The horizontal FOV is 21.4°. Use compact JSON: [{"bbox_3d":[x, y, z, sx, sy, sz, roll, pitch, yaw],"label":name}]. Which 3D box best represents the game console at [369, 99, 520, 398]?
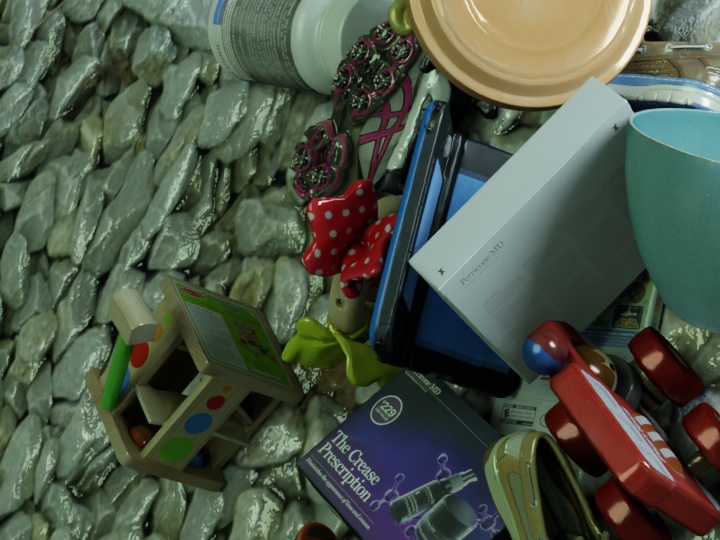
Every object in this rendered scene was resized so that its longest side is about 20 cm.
[{"bbox_3d":[0.089,-0.013,1.520,0.118,0.171,0.200,13,81,7],"label":"game console"}]

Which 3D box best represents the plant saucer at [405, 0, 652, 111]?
[{"bbox_3d":[0.136,-0.227,1.519,0.032,0.200,0.200,138,147,-80],"label":"plant saucer"}]

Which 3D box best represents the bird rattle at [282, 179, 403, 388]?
[{"bbox_3d":[0.000,0.000,1.643,0.113,0.163,0.200,13,124,21],"label":"bird rattle"}]

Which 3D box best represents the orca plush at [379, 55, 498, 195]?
[{"bbox_3d":[0.086,-0.151,1.707,0.071,0.105,0.200,23,72,13],"label":"orca plush"}]

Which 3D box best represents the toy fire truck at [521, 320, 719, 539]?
[{"bbox_3d":[0.190,0.107,1.402,0.112,0.168,0.200,-41,50,11],"label":"toy fire truck"}]

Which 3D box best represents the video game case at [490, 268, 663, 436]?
[{"bbox_3d":[0.183,0.046,1.564,0.143,0.018,0.200,3,76,47],"label":"video game case"}]

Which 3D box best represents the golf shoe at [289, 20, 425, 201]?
[{"bbox_3d":[0.015,-0.146,1.750,0.200,0.092,0.073,-57,49,26],"label":"golf shoe"}]

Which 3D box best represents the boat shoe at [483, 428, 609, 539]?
[{"bbox_3d":[0.157,0.212,1.417,0.200,0.072,0.076,62,151,-1],"label":"boat shoe"}]

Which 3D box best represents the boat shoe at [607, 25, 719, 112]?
[{"bbox_3d":[0.228,-0.164,1.574,0.200,0.072,0.072,15,77,42],"label":"boat shoe"}]

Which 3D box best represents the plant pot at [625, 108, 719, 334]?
[{"bbox_3d":[0.280,-0.028,1.383,0.200,0.200,0.135,29,116,48],"label":"plant pot"}]

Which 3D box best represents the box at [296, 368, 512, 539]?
[{"bbox_3d":[0.061,0.184,1.554,0.141,0.079,0.200,-39,43,-8],"label":"box"}]

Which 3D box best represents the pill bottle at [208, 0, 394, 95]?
[{"bbox_3d":[-0.047,-0.229,1.846,0.200,0.114,0.114,15,85,49],"label":"pill bottle"}]

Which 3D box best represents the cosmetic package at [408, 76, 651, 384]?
[{"bbox_3d":[0.154,-0.028,1.471,0.200,0.151,0.052,-45,46,0],"label":"cosmetic package"}]

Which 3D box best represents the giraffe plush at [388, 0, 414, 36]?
[{"bbox_3d":[0.118,-0.234,1.594,0.172,0.200,0.162,2,61,44],"label":"giraffe plush"}]

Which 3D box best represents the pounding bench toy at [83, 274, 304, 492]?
[{"bbox_3d":[-0.190,0.104,1.789,0.156,0.200,0.124,-48,46,20],"label":"pounding bench toy"}]

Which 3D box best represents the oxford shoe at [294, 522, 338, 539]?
[{"bbox_3d":[-0.056,0.319,1.659,0.073,0.071,0.200,-17,62,47],"label":"oxford shoe"}]
